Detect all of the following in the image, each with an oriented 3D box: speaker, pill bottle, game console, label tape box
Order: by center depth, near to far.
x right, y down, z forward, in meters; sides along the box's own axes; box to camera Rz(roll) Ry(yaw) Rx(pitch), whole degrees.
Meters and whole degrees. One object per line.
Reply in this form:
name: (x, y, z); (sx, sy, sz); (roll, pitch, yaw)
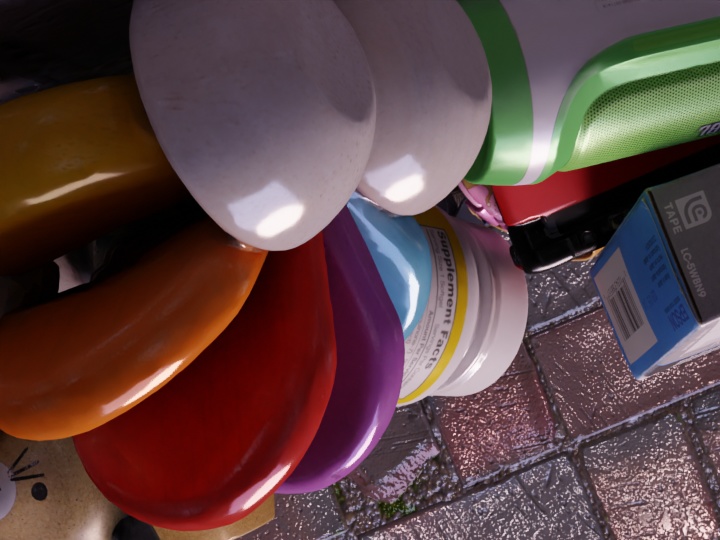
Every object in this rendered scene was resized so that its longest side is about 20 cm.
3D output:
speaker: (0.129, -0.092, 0.703); (0.198, 0.089, 0.088); (-14, 175, -16)
label tape box: (0.212, -0.024, 0.768); (0.198, 0.064, 0.144); (-21, 169, -6)
game console: (0.148, -0.088, 0.833); (0.198, 0.120, 0.172); (-22, 179, 3)
pill bottle: (-0.013, 0.011, 0.886); (0.114, 0.115, 0.199); (-24, 157, 40)

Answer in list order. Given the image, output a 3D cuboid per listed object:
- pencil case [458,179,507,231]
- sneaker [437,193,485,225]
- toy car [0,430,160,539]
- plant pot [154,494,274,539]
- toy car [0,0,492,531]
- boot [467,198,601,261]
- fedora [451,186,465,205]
pencil case: (0.138, -0.093, 0.923); (0.199, 0.087, 0.083); (-25, -163, 9)
sneaker: (0.000, 0.000, 1.001); (0.080, 0.148, 0.199); (-24, 178, 36)
toy car: (-0.151, 0.082, 0.761); (0.163, 0.202, 0.157); (-24, 177, 28)
plant pot: (-0.136, 0.094, 1.202); (0.185, 0.202, 0.186); (-23, 178, -1)
toy car: (-0.046, -0.001, 0.530); (0.174, 0.151, 0.200); (-24, 177, 28)
boot: (0.168, -0.062, 0.979); (0.200, 0.071, 0.144); (9, -127, 40)
fedora: (0.013, -0.009, 1.215); (0.199, 0.091, 0.176); (-14, -178, 41)
